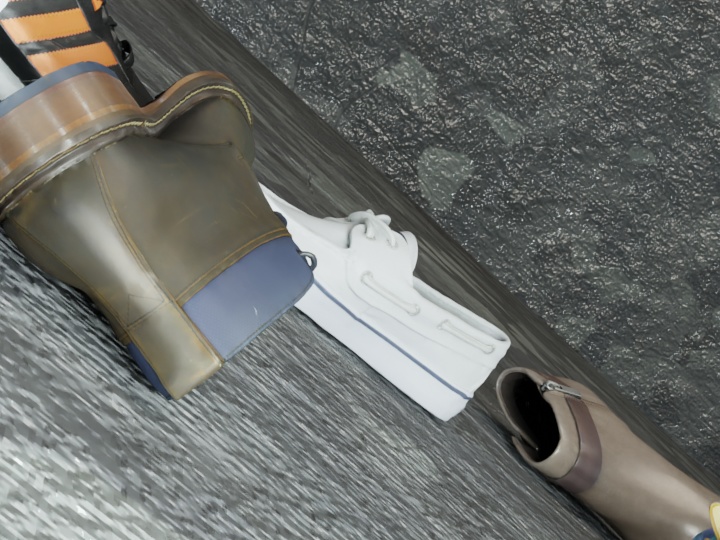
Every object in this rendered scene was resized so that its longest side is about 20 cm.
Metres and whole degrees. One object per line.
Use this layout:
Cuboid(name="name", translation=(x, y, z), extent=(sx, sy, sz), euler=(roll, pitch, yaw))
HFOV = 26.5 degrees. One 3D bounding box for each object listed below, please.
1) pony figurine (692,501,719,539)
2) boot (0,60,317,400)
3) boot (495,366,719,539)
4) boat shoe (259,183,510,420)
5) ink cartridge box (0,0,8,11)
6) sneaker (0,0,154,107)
Cuboid(name="pony figurine", translation=(0.225, 0.189, 0.676), extent=(0.200, 0.167, 0.193), euler=(61, 19, 19))
Cuboid(name="boot", translation=(-0.060, -0.011, 0.515), extent=(0.097, 0.075, 0.200), euler=(55, 14, 3))
Cuboid(name="boot", translation=(0.166, 0.140, 0.983), extent=(0.146, 0.070, 0.200), euler=(31, 10, -36))
Cuboid(name="boat shoe", translation=(0.000, 0.000, 0.802), extent=(0.200, 0.065, 0.074), euler=(40, 7, -33))
Cuboid(name="ink cartridge box", translation=(-0.160, -0.090, 0.337), extent=(0.200, 0.067, 0.117), euler=(45, 5, 19))
Cuboid(name="sneaker", translation=(-0.125, -0.111, 0.622), extent=(0.200, 0.090, 0.070), euler=(40, 7, -30))
